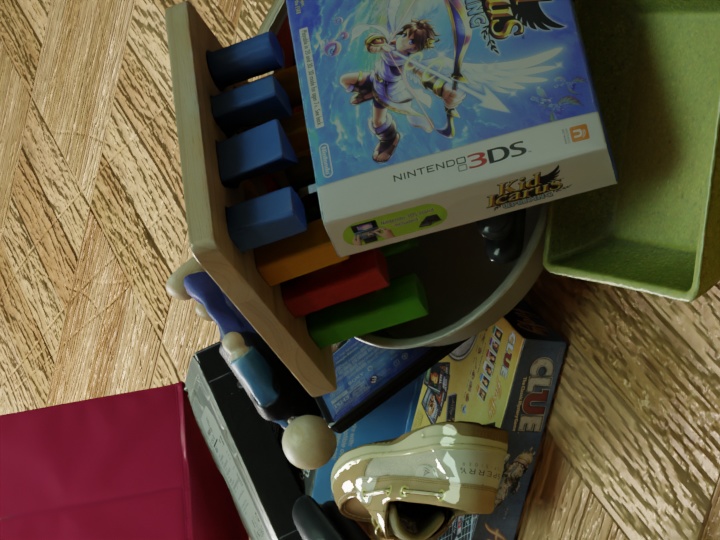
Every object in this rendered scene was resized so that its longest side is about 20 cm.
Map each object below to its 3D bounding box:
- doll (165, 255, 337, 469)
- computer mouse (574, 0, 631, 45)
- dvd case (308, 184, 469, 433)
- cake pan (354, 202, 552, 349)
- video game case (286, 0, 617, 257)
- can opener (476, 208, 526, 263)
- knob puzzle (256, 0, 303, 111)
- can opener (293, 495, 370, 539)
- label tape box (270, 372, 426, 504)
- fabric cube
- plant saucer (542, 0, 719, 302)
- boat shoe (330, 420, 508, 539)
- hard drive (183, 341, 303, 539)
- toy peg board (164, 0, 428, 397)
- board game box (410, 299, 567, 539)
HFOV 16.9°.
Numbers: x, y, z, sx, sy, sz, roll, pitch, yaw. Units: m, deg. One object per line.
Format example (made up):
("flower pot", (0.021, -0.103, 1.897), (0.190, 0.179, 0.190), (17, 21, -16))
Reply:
("doll", (-0.070, 0.073, 1.798), (0.048, 0.136, 0.200), (-43, 49, 7))
("computer mouse", (0.145, -0.248, 1.606), (0.140, 0.046, 0.200), (-40, 65, 15))
("dvd case", (0.000, 0.000, 1.711), (0.143, 0.018, 0.200), (-37, 52, 13))
("cake pan", (0.057, -0.034, 1.642), (0.200, 0.037, 0.201), (-21, 54, 31))
("video game case", (0.053, -0.122, 1.522), (0.045, 0.180, 0.201), (66, -168, -56))
("can opener", (0.093, -0.095, 1.562), (0.063, 0.078, 0.201), (59, -149, -44))
("knob puzzle", (0.022, -0.180, 1.673), (0.030, 0.219, 0.220), (54, 135, 39))
("can opener", (0.011, 0.232, 1.766), (0.079, 0.063, 0.200), (-52, 40, 8))
("label tape box", (-0.012, 0.103, 1.884), (0.200, 0.066, 0.144), (-135, 54, -64))
("fabric cube", (-0.212, 0.233, 2.068), (0.196, 0.198, 0.201), (63, -161, -62))
("plant saucer", (0.187, -0.088, 1.476), (0.200, 0.048, 0.201), (-166, 81, -67))
("boat shoe", (0.034, 0.154, 1.661), (0.200, 0.074, 0.067), (146, 131, -61))
("hard drive", (-0.084, 0.163, 1.935), (0.140, 0.038, 0.201), (120, 126, -75))
("toy peg board", (-0.036, -0.058, 1.583), (0.199, 0.097, 0.201), (54, -158, -52))
("board game box", (0.080, 0.114, 1.700), (0.136, 0.034, 0.201), (-130, 50, -60))
